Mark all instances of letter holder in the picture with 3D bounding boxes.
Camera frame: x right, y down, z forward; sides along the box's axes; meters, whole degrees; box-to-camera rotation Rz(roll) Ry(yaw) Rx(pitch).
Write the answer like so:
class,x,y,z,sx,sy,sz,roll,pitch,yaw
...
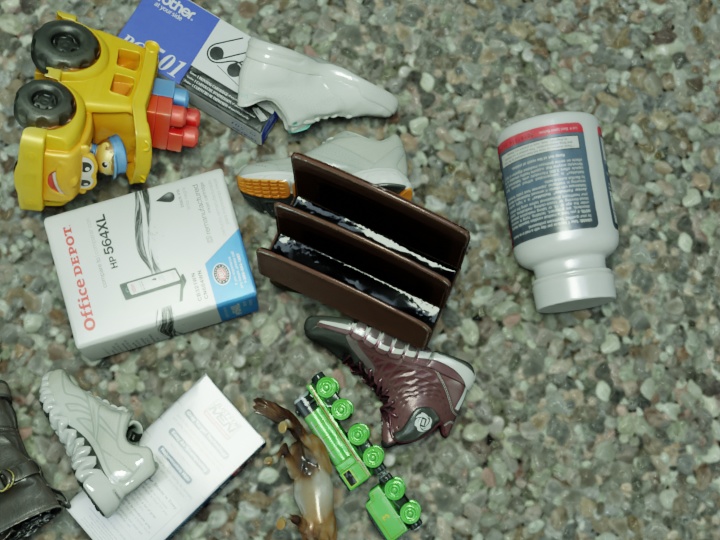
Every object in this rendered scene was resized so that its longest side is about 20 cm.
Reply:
class,x,y,z,sx,sy,sz,roll,pitch,yaw
letter holder,0.001,-0.020,1.192,0.197,0.142,0.102,24,74,6

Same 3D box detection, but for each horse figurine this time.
class,x,y,z,sx,sy,sz,roll,pitch,yaw
horse figurine,-0.058,0.228,1.221,0.049,0.132,0.203,-18,73,14

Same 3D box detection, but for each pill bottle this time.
class,x,y,z,sx,sy,sz,roll,pitch,yaw
pill bottle,0.221,-0.061,1.294,0.117,0.120,0.204,-6,79,-5

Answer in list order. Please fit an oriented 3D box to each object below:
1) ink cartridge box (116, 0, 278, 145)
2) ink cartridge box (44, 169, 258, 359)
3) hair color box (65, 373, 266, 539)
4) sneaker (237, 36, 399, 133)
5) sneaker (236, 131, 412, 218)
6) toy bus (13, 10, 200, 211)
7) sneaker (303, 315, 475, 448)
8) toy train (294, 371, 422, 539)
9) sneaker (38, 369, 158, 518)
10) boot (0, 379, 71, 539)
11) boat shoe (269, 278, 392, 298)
class,x,y,z,sx,sy,sz,roll,pitch,yaw
ink cartridge box,-0.174,-0.237,1.339,0.198,0.044,0.095,31,77,3
ink cartridge box,-0.223,-0.005,1.263,0.197,0.084,0.148,-17,80,-7
hair color box,-0.203,0.217,1.242,0.200,0.061,0.100,-43,83,-10
sneaker,-0.051,-0.191,1.310,0.197,0.075,0.090,14,102,-31
sneaker,-0.040,-0.113,1.321,0.196,0.076,0.093,1,58,-1
toy bus,-0.268,-0.155,1.254,0.188,0.137,0.203,12,51,-10
sneaker,0.020,0.127,1.269,0.197,0.076,0.117,19,81,-1
toy train,-0.004,0.203,1.271,0.056,0.042,0.201,-35,83,1
sneaker,-0.271,0.165,1.208,0.080,0.076,0.200,-33,46,-11
boot,-0.414,0.219,1.200,0.197,0.070,0.176,-25,64,-10
boat shoe,0.000,0.000,1.291,0.196,0.073,0.066,8,84,-2
